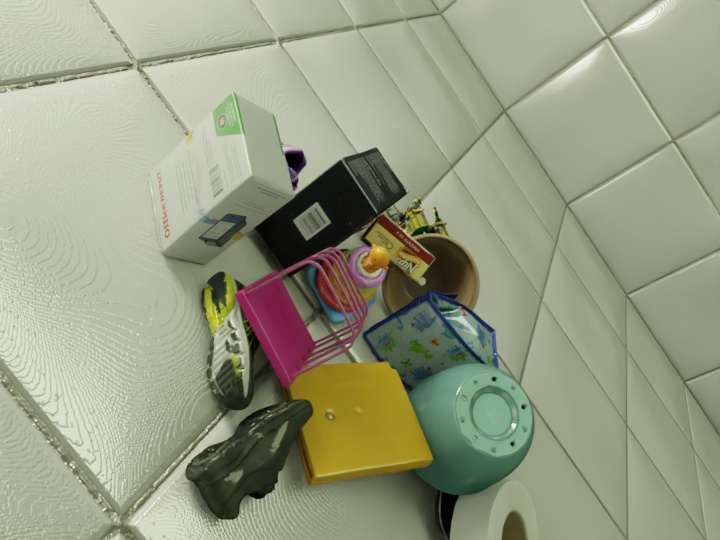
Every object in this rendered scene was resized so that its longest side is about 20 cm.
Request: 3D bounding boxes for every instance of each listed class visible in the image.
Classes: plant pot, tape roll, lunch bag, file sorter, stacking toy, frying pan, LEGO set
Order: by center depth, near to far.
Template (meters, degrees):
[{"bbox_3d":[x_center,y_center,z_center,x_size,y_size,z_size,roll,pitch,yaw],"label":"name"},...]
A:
[{"bbox_3d":[-0.070,0.052,0.916,0.140,0.124,0.200,63,8,-4],"label":"file sorter"},{"bbox_3d":[0.178,0.237,0.987,0.197,0.161,0.203,5,66,-12],"label":"plant pot"},{"bbox_3d":[0.000,0.000,1.043,0.109,0.200,0.117,-27,85,-28],"label":"stacking toy"},{"bbox_3d":[0.226,0.452,1.053,0.201,0.070,0.206,18,67,-51],"label":"tape roll"},{"bbox_3d":[0.146,0.364,1.059,0.115,0.031,0.192,-35,107,-49],"label":"frying pan"},{"bbox_3d":[0.129,0.130,1.162,0.199,0.169,0.129,36,37,-28],"label":"lunch bag"},{"bbox_3d":[0.135,0.025,1.294,0.202,0.200,0.093,52,-3,-9],"label":"plant pot"},{"bbox_3d":[0.093,-0.102,1.341,0.199,0.153,0.117,7,56,-57],"label":"LEGO set"}]

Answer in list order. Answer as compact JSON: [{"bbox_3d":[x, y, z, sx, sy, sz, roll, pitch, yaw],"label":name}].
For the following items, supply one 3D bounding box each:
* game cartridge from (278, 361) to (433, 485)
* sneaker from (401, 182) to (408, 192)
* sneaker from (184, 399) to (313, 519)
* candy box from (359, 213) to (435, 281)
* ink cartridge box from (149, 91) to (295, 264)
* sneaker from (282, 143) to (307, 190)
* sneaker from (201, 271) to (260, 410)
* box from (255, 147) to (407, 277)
[{"bbox_3d":[-0.008,0.217,0.933,0.198,0.033,0.178,4,46,-32],"label":"game cartridge"},{"bbox_3d":[0.038,-0.184,1.401,0.199,0.078,0.090,-21,82,-59],"label":"sneaker"},{"bbox_3d":[-0.128,0.234,0.804,0.199,0.075,0.092,-31,97,-45],"label":"sneaker"},{"bbox_3d":[0.060,-0.041,1.134,0.115,0.055,0.200,40,1,-4],"label":"candy box"},{"bbox_3d":[-0.200,-0.123,0.889,0.087,0.199,0.147,18,47,-51],"label":"ink cartridge box"},{"bbox_3d":[-0.149,-0.140,1.035,0.081,0.087,0.202,71,37,-49],"label":"sneaker"},{"bbox_3d":[-0.161,0.094,0.872,0.084,0.074,0.202,21,46,-45],"label":"sneaker"},{"bbox_3d":[-0.044,-0.103,1.076,0.105,0.199,0.182,55,25,-3],"label":"box"}]
